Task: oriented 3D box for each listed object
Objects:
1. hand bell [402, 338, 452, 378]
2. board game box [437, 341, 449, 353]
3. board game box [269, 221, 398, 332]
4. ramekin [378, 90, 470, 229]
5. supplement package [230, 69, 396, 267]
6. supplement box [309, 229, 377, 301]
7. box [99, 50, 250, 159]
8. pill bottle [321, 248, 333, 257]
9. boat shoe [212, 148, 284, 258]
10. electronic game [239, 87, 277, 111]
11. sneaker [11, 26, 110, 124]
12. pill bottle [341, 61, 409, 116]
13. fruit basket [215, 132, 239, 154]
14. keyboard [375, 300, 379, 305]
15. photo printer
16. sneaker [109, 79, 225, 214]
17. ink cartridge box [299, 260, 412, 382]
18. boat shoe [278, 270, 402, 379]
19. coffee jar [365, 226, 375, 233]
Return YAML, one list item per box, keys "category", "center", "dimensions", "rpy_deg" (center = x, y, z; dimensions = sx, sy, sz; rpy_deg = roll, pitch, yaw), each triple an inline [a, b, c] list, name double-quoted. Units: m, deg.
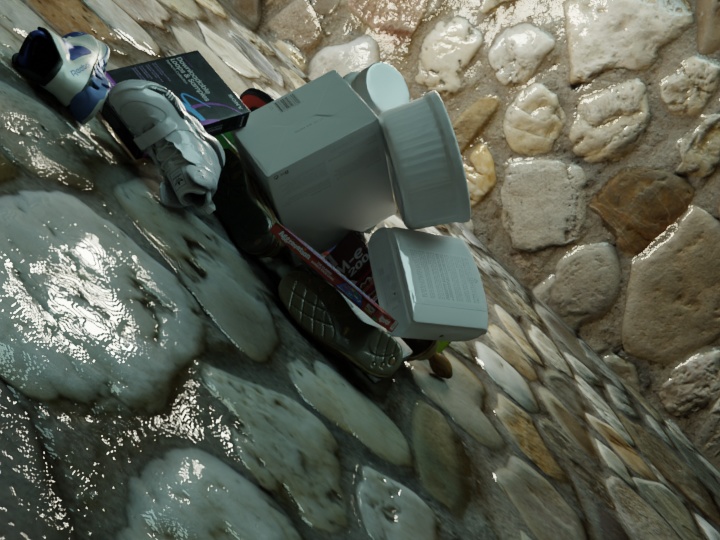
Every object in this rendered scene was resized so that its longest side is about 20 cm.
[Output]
- category: "hand bell"
  center: [0.113, 0.132, 1.864]
  dimensions: [0.104, 0.104, 0.200]
  rpy_deg: [52, 2, 34]
- category: "board game box"
  center: [0.088, 0.062, 2.062]
  dimensions: [0.200, 0.048, 0.102]
  rpy_deg: [45, 12, 7]
- category: "board game box"
  center: [-0.035, 0.010, 1.586]
  dimensions: [0.200, 0.019, 0.103]
  rpy_deg: [40, 0, 17]
- category: "ramekin"
  center: [0.092, -0.158, 1.716]
  dimensions: [0.200, 0.097, 0.203]
  rpy_deg: [164, -90, -88]
- category: "supplement package"
  center: [-0.070, -0.155, 1.755]
  dimensions: [0.147, 0.190, 0.201]
  rpy_deg: [52, -15, 39]
- category: "supplement box"
  center: [0.000, 0.000, 1.826]
  dimensions: [0.061, 0.109, 0.200]
  rpy_deg: [48, 13, 16]
- category: "box"
  center: [-0.275, -0.242, 1.645]
  dimensions: [0.199, 0.036, 0.143]
  rpy_deg: [-23, 64, -41]
- category: "pill bottle"
  center: [-0.020, -0.121, 1.950]
  dimensions: [0.112, 0.200, 0.112]
  rpy_deg: [41, 11, -10]
- category: "boat shoe"
  center: [-0.169, -0.090, 1.678]
  dimensions: [0.074, 0.075, 0.201]
  rpy_deg: [37, 21, -53]
- category: "electronic game"
  center: [-0.140, -0.214, 1.920]
  dimensions: [0.200, 0.041, 0.201]
  rpy_deg: [45, -23, 24]
- category: "sneaker"
  center: [-0.398, -0.285, 1.523]
  dimensions: [0.115, 0.081, 0.200]
  rpy_deg: [39, 14, -34]
- category: "pill bottle"
  center: [-0.018, -0.258, 1.891]
  dimensions: [0.112, 0.199, 0.115]
  rpy_deg: [16, 64, -36]
- category: "fruit basket"
  center: [-0.236, -0.248, 1.928]
  dimensions: [0.186, 0.094, 0.200]
  rpy_deg: [48, 9, 19]
- category: "keyboard"
  center: [0.054, 0.025, 1.978]
  dimensions: [0.200, 0.040, 0.104]
  rpy_deg: [45, 48, 7]
- category: "photo printer"
  center: [0.110, 0.024, 1.732]
  dimensions: [0.199, 0.069, 0.168]
  rpy_deg: [7, 62, -44]
- category: "sneaker"
  center: [-0.251, -0.159, 1.510]
  dimensions: [0.200, 0.075, 0.116]
  rpy_deg: [41, 30, -40]
- category: "ink cartridge box"
  center: [-0.018, 0.069, 1.671]
  dimensions: [0.200, 0.050, 0.109]
  rpy_deg: [46, 13, 10]
- category: "boat shoe"
  center: [-0.033, 0.081, 1.566]
  dimensions: [0.199, 0.072, 0.068]
  rpy_deg: [38, -22, 7]
- category: "coffee jar"
  center: [-0.055, -0.129, 2.143]
  dimensions: [0.199, 0.085, 0.105]
  rpy_deg: [29, 22, -55]
